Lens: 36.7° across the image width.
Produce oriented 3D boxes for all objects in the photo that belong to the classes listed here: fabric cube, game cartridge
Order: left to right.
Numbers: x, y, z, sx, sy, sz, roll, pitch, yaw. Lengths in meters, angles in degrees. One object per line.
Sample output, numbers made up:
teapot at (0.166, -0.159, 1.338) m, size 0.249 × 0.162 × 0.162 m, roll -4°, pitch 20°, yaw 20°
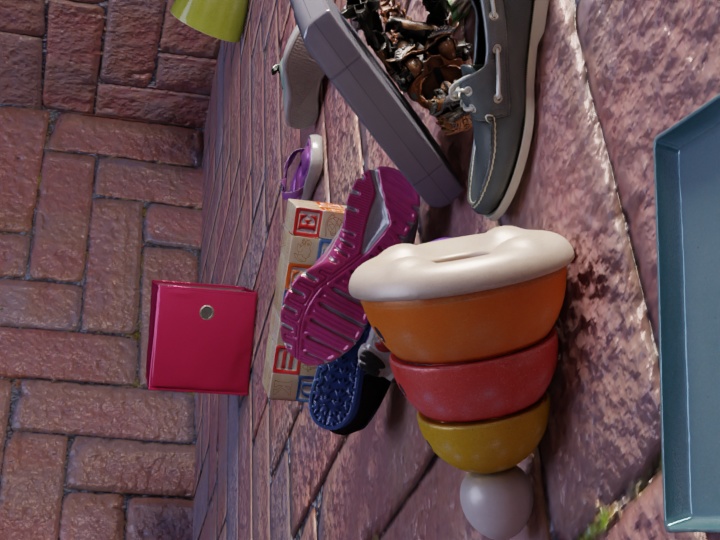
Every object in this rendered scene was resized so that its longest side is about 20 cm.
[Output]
fabric cube at (-0.318, 0.128, 2.130) m, size 0.200 × 0.194 × 0.202 m, roll -171°, pitch 87°, yaw -76°
game cartridge at (0.012, -0.146, 0.912) m, size 0.041 × 0.200 × 0.133 m, roll -37°, pitch 29°, yaw 7°

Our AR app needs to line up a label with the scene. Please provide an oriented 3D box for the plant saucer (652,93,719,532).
plant saucer at (0.166, 0.022, 0.517) m, size 0.070 × 0.019 × 0.202 m, roll 138°, pitch 136°, yaw -71°

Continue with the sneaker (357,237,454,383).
sneaker at (0.043, 0.022, 0.920) m, size 0.200 × 0.080 × 0.084 m, roll 122°, pitch 162°, yaw -57°

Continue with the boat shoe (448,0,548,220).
boat shoe at (0.092, -0.139, 0.793) m, size 0.073 × 0.061 × 0.202 m, roll -141°, pitch 58°, yaw -74°

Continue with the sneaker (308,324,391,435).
sneaker at (0.007, 0.063, 1.067) m, size 0.202 × 0.070 × 0.078 m, roll -69°, pitch -23°, yaw -4°

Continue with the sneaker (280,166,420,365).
sneaker at (0.000, 0.000, 1.000) m, size 0.201 × 0.081 × 0.088 m, roll -57°, pitch -11°, yaw 12°

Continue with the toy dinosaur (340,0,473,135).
toy dinosaur at (0.042, -0.194, 0.934) m, size 0.200 × 0.102 × 0.136 m, roll 35°, pitch 159°, yaw 45°

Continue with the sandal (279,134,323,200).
sandal at (-0.095, -0.141, 1.607) m, size 0.203 × 0.049 × 0.083 m, roll 118°, pitch 154°, yaw -59°

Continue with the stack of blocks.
stack of blocks at (-0.031, 0.035, 1.130) m, size 0.059 × 0.114 × 0.202 m, roll -138°, pitch 55°, yaw -73°

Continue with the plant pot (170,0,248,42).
plant pot at (-0.345, -0.695, 2.667) m, size 0.201 × 0.186 × 0.187 m, roll -63°, pitch 20°, yaw 19°

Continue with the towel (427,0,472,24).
towel at (0.096, -0.300, 0.923) m, size 0.200 × 0.023 × 0.154 m, roll 146°, pitch 129°, yaw -73°

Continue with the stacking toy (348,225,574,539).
stacking toy at (0.077, 0.080, 0.700) m, size 0.146 × 0.145 × 0.202 m, roll -161°, pitch 60°, yaw -76°

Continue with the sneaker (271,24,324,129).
sneaker at (-0.088, -0.319, 1.583) m, size 0.201 × 0.073 × 0.119 m, roll 107°, pitch 156°, yaw -49°
